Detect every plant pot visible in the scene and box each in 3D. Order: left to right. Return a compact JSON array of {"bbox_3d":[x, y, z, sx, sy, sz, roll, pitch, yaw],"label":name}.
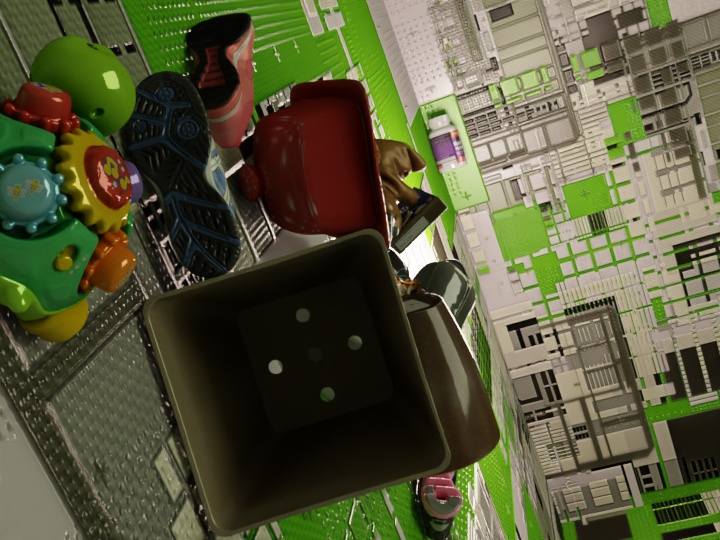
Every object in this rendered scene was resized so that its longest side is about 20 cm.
[{"bbox_3d":[-0.049,0.088,0.710,0.177,0.200,0.200,-47,120,-88],"label":"plant pot"},{"bbox_3d":[0.078,0.139,1.053,0.187,0.187,0.200,-59,140,-72],"label":"plant pot"}]

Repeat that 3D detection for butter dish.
[{"bbox_3d":[-0.074,-0.118,0.944,0.199,0.148,0.200,17,-60,58],"label":"butter dish"}]

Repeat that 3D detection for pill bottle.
[{"bbox_3d":[0.317,-0.472,2.941,0.111,0.111,0.200,-39,111,-75],"label":"pill bottle"}]

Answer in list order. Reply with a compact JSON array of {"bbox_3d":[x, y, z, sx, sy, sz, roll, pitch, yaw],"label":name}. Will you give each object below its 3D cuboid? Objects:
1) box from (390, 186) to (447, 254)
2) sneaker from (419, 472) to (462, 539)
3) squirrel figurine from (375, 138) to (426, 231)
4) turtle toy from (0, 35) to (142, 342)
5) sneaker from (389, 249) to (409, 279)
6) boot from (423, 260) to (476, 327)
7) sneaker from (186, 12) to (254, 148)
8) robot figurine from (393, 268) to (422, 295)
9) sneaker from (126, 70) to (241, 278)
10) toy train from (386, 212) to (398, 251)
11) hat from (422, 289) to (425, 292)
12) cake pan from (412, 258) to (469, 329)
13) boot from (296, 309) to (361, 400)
[{"bbox_3d":[0.084,-0.099,1.486,0.032,0.121,0.200,45,1,-15],"label":"box"},{"bbox_3d":[0.129,0.367,1.323,0.200,0.079,0.095,-74,166,-65],"label":"sneaker"},{"bbox_3d":[0.013,-0.152,1.395,0.200,0.141,0.187,46,38,-33],"label":"squirrel figurine"},{"bbox_3d":[-0.189,-0.061,0.483,0.146,0.101,0.200,55,23,-52],"label":"turtle toy"},{"bbox_3d":[0.039,0.018,1.344,0.200,0.075,0.079,-91,156,-50],"label":"sneaker"},{"bbox_3d":[0.130,0.112,1.235,0.182,0.073,0.200,61,39,-28],"label":"boot"},{"bbox_3d":[-0.157,-0.219,0.911,0.087,0.074,0.200,78,9,-49],"label":"sneaker"},{"bbox_3d":[0.058,0.095,1.238,0.145,0.058,0.200,4,82,-50],"label":"robot figurine"},{"bbox_3d":[-0.161,-0.083,0.723,0.077,0.076,0.200,123,-48,-79],"label":"sneaker"},{"bbox_3d":[0.000,0.000,1.086,0.114,0.085,0.200,-85,-175,-63],"label":"toy train"},{"bbox_3d":[0.091,0.085,1.368,0.081,0.201,0.201,24,36,-19],"label":"hat"},{"bbox_3d":[0.131,0.070,1.467,0.037,0.200,0.200,17,44,-23],"label":"cake pan"},{"bbox_3d":[-0.016,0.101,0.980,0.200,0.095,0.074,52,25,-55],"label":"boot"}]
